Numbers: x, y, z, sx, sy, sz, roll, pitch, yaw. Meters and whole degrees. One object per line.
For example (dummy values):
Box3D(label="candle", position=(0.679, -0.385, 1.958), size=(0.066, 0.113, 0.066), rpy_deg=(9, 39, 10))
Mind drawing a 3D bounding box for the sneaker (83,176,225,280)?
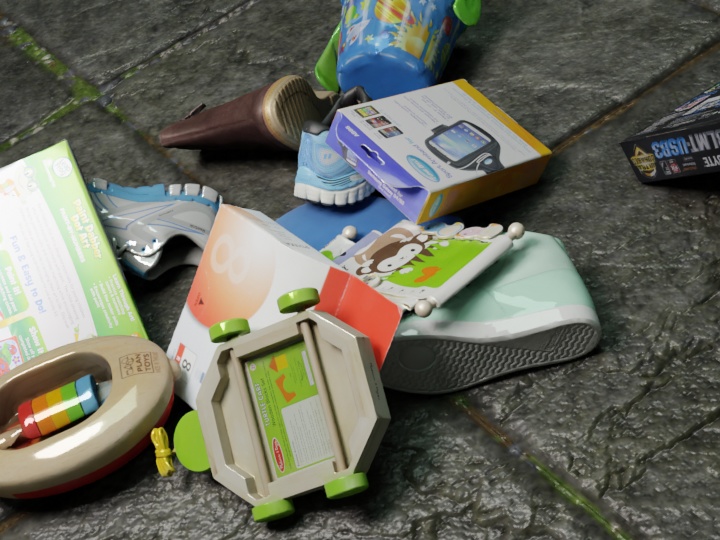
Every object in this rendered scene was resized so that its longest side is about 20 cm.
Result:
Box3D(label="sneaker", position=(-0.218, -0.032, 1.376), size=(0.198, 0.075, 0.087), rpy_deg=(-2, 52, -11))

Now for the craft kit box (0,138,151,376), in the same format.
Box3D(label="craft kit box", position=(-0.307, 0.015, 1.314), size=(0.196, 0.049, 0.201), rpy_deg=(-23, 81, -3))

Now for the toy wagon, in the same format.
Box3D(label="toy wagon", position=(-0.073, 0.110, 1.149), size=(0.199, 0.039, 0.156), rpy_deg=(-23, 75, 28))

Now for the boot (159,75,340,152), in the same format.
Box3D(label="boot", position=(-0.115, -0.133, 1.434), size=(0.165, 0.073, 0.200), rpy_deg=(-11, 4, 15))

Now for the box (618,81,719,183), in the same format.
Box3D(label="box", position=(0.343, -0.145, 1.260), size=(0.198, 0.050, 0.200), rpy_deg=(-30, 7, -15))

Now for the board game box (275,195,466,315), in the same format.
Box3D(label="board game box", position=(0.000, 0.000, 1.312), size=(0.199, 0.039, 0.158), rpy_deg=(16, 44, 31))

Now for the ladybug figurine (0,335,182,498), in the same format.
Box3D(label="ladybug figurine", position=(-0.234, 0.124, 1.225), size=(0.199, 0.072, 0.136), rpy_deg=(-21, 42, 3))

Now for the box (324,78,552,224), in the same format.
Box3D(label="box", position=(0.063, -0.105, 1.314), size=(0.199, 0.042, 0.119), rpy_deg=(-21, 55, -43))

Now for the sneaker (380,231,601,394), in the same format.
Box3D(label="sneaker", position=(0.083, 0.028, 1.216), size=(0.199, 0.074, 0.119), rpy_deg=(-9, 46, -3))

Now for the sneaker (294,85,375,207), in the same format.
Box3D(label="sneaker", position=(0.019, -0.128, 1.383), size=(0.078, 0.091, 0.199), rpy_deg=(15, 30, 37))

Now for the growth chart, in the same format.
Box3D(label="growth chart", position=(0.026, -0.004, 1.228), size=(0.199, 0.018, 0.145), rpy_deg=(2, 35, 42))

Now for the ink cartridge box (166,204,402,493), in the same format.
Box3D(label="ink cartridge box", position=(-0.069, 0.060, 1.188), size=(0.050, 0.163, 0.200), rpy_deg=(11, 16, -42))

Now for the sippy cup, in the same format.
Box3D(label="sippy cup", position=(0.035, -0.228, 1.491), size=(0.139, 0.178, 0.131), rpy_deg=(16, 56, -3))
